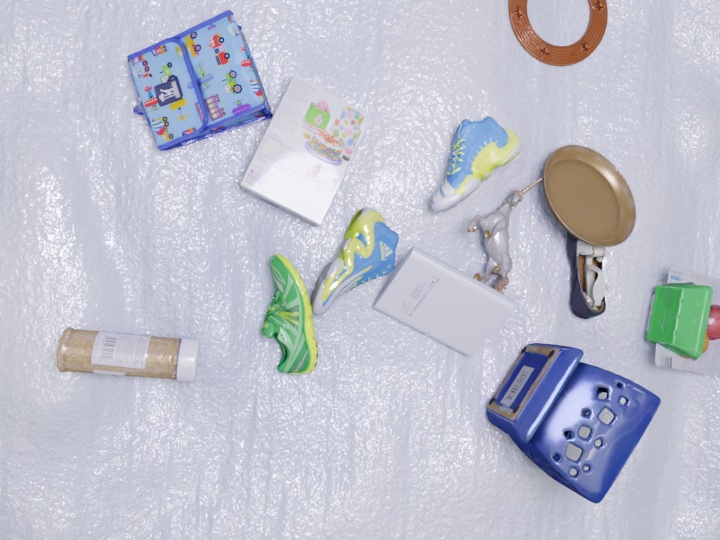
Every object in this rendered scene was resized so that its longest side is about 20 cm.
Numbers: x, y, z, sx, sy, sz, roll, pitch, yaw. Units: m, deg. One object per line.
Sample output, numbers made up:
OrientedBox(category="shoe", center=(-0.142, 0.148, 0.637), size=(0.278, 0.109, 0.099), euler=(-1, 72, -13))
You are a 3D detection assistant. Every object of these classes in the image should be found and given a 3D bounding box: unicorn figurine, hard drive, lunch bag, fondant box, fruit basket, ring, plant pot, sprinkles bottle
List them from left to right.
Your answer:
OrientedBox(category="sprinkles bottle", center=(-0.351, 0.130, 0.904), size=(0.198, 0.068, 0.069), euler=(7, 90, -12))
OrientedBox(category="lunch bag", center=(-0.259, -0.285, 0.918), size=(0.199, 0.094, 0.152), euler=(-20, 96, 1))
OrientedBox(category="fondant box", center=(-0.089, -0.192, 0.959), size=(0.144, 0.058, 0.201), euler=(26, 87, -11))
OrientedBox(category="hard drive", center=(0.140, 0.056, 0.995), size=(0.199, 0.026, 0.132), euler=(27, 121, -11))
OrientedBox(category="unicorn figurine", center=(0.239, -0.058, 1.019), size=(0.137, 0.073, 0.202), euler=(-25, 126, -52))
OrientedBox(category="plant pot", center=(0.337, 0.236, 0.993), size=(0.179, 0.200, 0.201), euler=(36, 84, -3))
OrientedBox(category="ring", center=(0.364, -0.475, 1.071), size=(0.199, 0.019, 0.202), euler=(0, 90, -12))
OrientedBox(category="plant pot", center=(0.403, -0.130, 1.050), size=(0.198, 0.027, 0.202), euler=(8, 66, -19))
OrientedBox(category="fruit basket", center=(0.639, 0.100, 1.119), size=(0.199, 0.094, 0.187), euler=(11, 89, -28))

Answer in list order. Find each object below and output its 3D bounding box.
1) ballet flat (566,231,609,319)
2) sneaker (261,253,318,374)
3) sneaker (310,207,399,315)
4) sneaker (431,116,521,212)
OrientedBox(category="ballet flat", center=(0.416, -0.011, 1.066), size=(0.072, 0.073, 0.202), euler=(-2, 91, -12))
OrientedBox(category="sneaker", center=(-0.121, 0.073, 0.949), size=(0.083, 0.074, 0.202), euler=(-12, 94, -15))
OrientedBox(category="sneaker", center=(0.000, 0.000, 0.973), size=(0.105, 0.076, 0.201), euler=(31, 84, -12))
OrientedBox(category="sneaker", center=(0.176, -0.189, 1.009), size=(0.200, 0.076, 0.105), euler=(-39, 88, -16))
